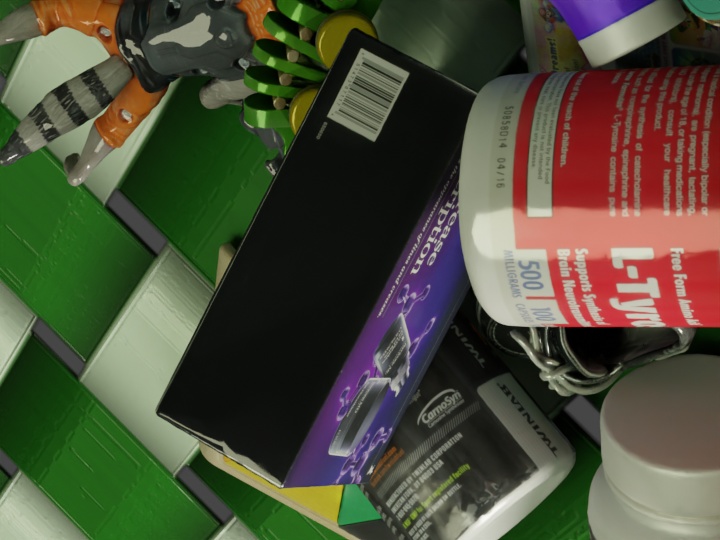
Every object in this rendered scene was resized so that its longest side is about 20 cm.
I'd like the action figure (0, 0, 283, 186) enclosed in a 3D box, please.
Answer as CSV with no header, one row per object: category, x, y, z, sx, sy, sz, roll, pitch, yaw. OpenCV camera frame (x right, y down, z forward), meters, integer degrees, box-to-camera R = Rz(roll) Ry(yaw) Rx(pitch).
action figure,-0.090,-0.098,1.023,0.192,0.105,0.201,-21,113,18

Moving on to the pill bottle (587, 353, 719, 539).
pill bottle,0.175,0.151,0.995,0.113,0.113,0.201,15,130,32

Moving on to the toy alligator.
toy alligator,-0.017,-0.129,0.939,0.054,0.059,0.201,16,111,-13

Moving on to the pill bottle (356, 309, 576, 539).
pill bottle,0.018,0.058,1.051,0.200,0.106,0.106,51,141,14

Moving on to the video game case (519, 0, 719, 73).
video game case,0.160,-0.080,0.896,0.181,0.024,0.201,14,130,34

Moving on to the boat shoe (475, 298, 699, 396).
boat shoe,0.111,0.027,0.962,0.074,0.068,0.199,40,155,-20

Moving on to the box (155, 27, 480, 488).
box,0.000,0.000,0.933,0.079,0.141,0.201,28,94,15

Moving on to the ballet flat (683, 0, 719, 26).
ballet flat,0.135,-0.200,0.786,0.070,0.065,0.201,-6,106,46

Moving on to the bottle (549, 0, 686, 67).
bottle,0.074,-0.186,0.825,0.065,0.084,0.201,-28,94,7

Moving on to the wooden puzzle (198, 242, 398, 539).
wooden puzzle,-0.021,0.097,1.181,0.199,0.037,0.186,30,137,20

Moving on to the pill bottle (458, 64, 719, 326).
pill bottle,0.150,-0.032,0.821,0.199,0.112,0.113,-1,122,22
